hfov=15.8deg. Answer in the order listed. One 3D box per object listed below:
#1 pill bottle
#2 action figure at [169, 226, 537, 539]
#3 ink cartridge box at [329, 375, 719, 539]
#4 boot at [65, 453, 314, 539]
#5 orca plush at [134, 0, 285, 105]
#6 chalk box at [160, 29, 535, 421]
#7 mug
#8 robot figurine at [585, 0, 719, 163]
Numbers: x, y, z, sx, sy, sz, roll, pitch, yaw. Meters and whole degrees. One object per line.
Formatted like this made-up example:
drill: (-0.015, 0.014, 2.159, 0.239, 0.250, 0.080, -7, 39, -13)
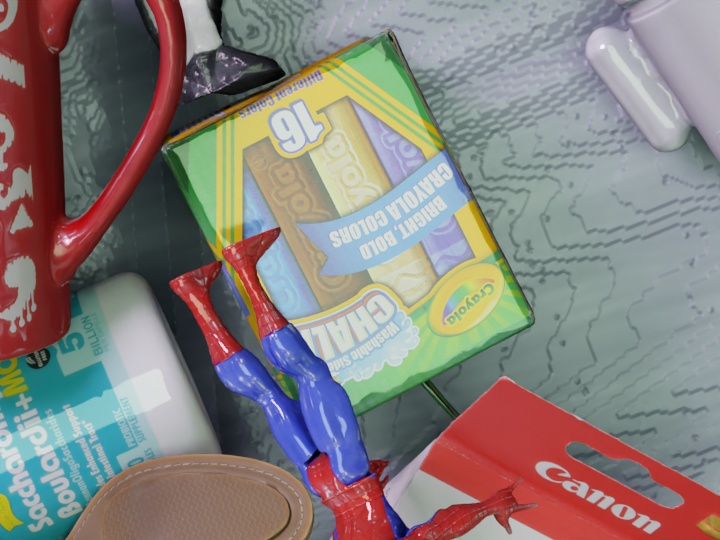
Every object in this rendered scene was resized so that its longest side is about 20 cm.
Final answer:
pill bottle: (-0.176, 0.087, 1.256, 0.200, 0.111, 0.111, -24, 96, -3)
action figure: (0.002, 0.074, 1.168, 0.099, 0.065, 0.200, -22, 85, -48)
ink cartridge box: (0.085, 0.144, 1.243, 0.161, 0.200, 0.050, 28, 57, -10)
boot: (-0.093, 0.164, 1.247, 0.200, 0.155, 0.074, -17, 54, 14)
orca plush: (-0.075, -0.174, 1.262, 0.105, 0.071, 0.200, -38, 64, 28)
chalk box: (0.000, 0.000, 1.258, 0.124, 0.125, 0.200, -26, 95, -3)
mug: (-0.177, -0.062, 1.163, 0.177, 0.133, 0.201, 6, 106, 35)
robot figurine: (0.196, -0.127, 1.271, 0.169, 0.113, 0.200, -33, 96, 17)
